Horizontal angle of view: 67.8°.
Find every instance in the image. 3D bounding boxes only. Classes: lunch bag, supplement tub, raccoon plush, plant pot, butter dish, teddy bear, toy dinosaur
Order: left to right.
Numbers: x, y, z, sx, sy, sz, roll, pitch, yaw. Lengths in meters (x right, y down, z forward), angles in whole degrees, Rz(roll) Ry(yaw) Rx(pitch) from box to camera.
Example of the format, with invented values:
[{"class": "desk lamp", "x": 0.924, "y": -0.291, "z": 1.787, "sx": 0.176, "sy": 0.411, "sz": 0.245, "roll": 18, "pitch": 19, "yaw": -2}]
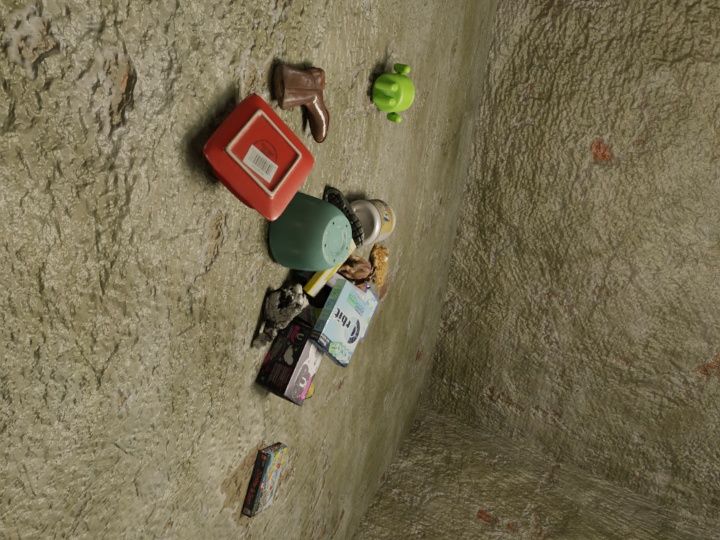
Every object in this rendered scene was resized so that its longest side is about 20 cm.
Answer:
[{"class": "butter dish", "x": -0.228, "y": -0.221, "z": 1.128, "sx": 0.200, "sy": 0.146, "sz": 0.203, "roll": 44, "pitch": 56, "yaw": -20}, {"class": "raccoon plush", "x": -0.228, "y": 0.122, "z": 1.509, "sx": 0.200, "sy": 0.097, "sz": 0.134, "roll": -44, "pitch": 173, "yaw": 4}, {"class": "plant pot", "x": -0.117, "y": -0.093, "z": 1.410, "sx": 0.198, "sy": 0.157, "sz": 0.209, "roll": -23, "pitch": 119, "yaw": -50}, {"class": "lunch bag", "x": -0.018, "y": 0.155, "z": 1.918, "sx": 0.201, "sy": 0.124, "sz": 0.174, "roll": 102, "pitch": 12, "yaw": -66}, {"class": "toy dinosaur", "x": 0.000, "y": 0.000, "z": 1.684, "sx": 0.088, "sy": 0.133, "sz": 0.200, "roll": -61, "pitch": -173, "yaw": -10}, {"class": "supplement tub", "x": 0.033, "y": -0.168, "z": 1.829, "sx": 0.199, "sy": 0.140, "sz": 0.151, "roll": -20, "pitch": 125, "yaw": -65}, {"class": "teddy bear", "x": 0.087, "y": -0.020, "z": 2.193, "sx": 0.146, "sy": 0.064, "sz": 0.205, "roll": -55, "pitch": 154, "yaw": -44}]

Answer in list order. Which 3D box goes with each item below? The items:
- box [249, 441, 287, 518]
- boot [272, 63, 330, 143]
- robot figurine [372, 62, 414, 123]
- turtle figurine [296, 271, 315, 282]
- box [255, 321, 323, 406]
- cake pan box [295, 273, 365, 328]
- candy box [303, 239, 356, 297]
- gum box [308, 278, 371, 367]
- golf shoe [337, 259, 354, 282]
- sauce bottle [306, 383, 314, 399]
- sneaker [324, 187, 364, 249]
[{"class": "box", "x": -0.308, "y": 0.674, "z": 1.735, "sx": 0.136, "sy": 0.036, "sz": 0.208, "roll": 14, "pitch": 92, "yaw": -70}, {"class": "boot", "x": -0.145, "y": -0.396, "z": 1.299, "sx": 0.200, "sy": 0.062, "sz": 0.194, "roll": -40, "pitch": 130, "yaw": -61}, {"class": "robot figurine", "x": 0.109, "y": -0.580, "z": 1.748, "sx": 0.199, "sy": 0.112, "sz": 0.183, "roll": -33, "pitch": 134, "yaw": -60}, {"class": "turtle figurine", "x": -0.118, "y": -0.063, "z": 1.592, "sx": 0.205, "sy": 0.098, "sz": 0.150, "roll": -63, "pitch": 156, "yaw": -8}, {"class": "box", "x": -0.198, "y": 0.274, "z": 1.588, "sx": 0.206, "sy": 0.111, "sz": 0.133, "roll": -65, "pitch": 151, "yaw": -18}, {"class": "cake pan box", "x": -0.098, "y": 0.105, "z": 1.682, "sx": 0.197, "sy": 0.052, "sz": 0.189, "roll": 35, "pitch": 67, "yaw": -22}, {"class": "candy box", "x": -0.088, "y": -0.010, "z": 1.564, "sx": 0.201, "sy": 0.026, "sz": 0.102, "roll": -50, "pitch": 166, "yaw": -4}, {"class": "gum box", "x": -0.056, "y": 0.159, "z": 1.612, "sx": 0.171, "sy": 0.043, "sz": 0.205, "roll": 49, "pitch": 58, "yaw": -45}, {"class": "golf shoe", "x": -0.063, "y": 0.039, "z": 1.832, "sx": 0.076, "sy": 0.089, "sz": 0.202, "roll": 23, "pitch": 110, "yaw": -43}, {"class": "sauce bottle", "x": -0.201, "y": 0.360, "z": 1.742, "sx": 0.066, "sy": 0.063, "sz": 0.202, "roll": -63, "pitch": 156, "yaw": -23}, {"class": "sneaker", "x": -0.039, "y": -0.165, "z": 1.643, "sx": 0.205, "sy": 0.073, "sz": 0.079, "roll": 63, "pitch": 15, "yaw": -9}]
